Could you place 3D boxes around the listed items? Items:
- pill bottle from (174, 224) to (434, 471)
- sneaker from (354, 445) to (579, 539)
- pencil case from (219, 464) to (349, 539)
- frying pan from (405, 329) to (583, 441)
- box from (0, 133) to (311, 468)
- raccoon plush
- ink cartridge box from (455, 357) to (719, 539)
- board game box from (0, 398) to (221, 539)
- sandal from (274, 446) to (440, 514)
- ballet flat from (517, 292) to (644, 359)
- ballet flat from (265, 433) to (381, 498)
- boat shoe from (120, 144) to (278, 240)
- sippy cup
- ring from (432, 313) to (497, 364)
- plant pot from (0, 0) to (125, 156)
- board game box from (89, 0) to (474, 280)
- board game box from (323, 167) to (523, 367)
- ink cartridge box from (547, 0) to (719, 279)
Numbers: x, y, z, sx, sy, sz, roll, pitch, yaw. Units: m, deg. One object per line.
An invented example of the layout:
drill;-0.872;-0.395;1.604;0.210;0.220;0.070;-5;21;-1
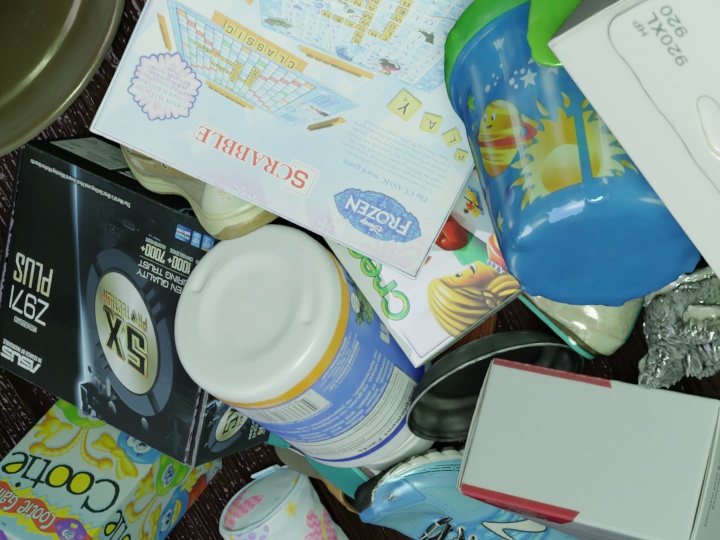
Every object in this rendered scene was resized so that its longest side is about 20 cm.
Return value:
pill bottle;-0.022;0.059;1.086;0.111;0.113;0.200;10;164;31
sneaker;0.088;0.177;1.139;0.199;0.090;0.078;17;148;-25
pencil case;-0.028;0.249;1.363;0.083;0.091;0.200;-22;112;33
frying pan;0.109;0.072;1.071;0.115;0.189;0.031;-46;53;40
box;-0.148;0.015;1.174;0.199;0.086;0.165;24;111;30
raccoon plush;0.242;0.034;0.908;0.199;0.134;0.097;25;137;18
ink cartridge box;0.169;0.124;1.017;0.145;0.083;0.200;9;169;32
board game box;-0.205;0.168;1.338;0.104;0.200;0.103;23;138;19
sandal;0.016;0.157;1.266;0.199;0.055;0.082;22;137;24
ballet flat;0.088;-0.027;1.041;0.200;0.067;0.063;38;102;13
ballet flat;-0.031;0.107;1.237;0.199;0.069;0.070;23;139;37
boat shoe;-0.108;-0.083;1.083;0.201;0.073;0.063;45;161;57
sippy cup;0.112;-0.059;0.836;0.177;0.131;0.139;24;137;-35
ring;0.000;0.000;1.163;0.199;0.019;0.201;22;138;21
plant pot;-0.276;-0.193;1.091;0.173;0.199;0.201;41;144;27
board game box;-0.015;-0.125;0.921;0.199;0.041;0.200;25;108;-9
board game box;0.025;-0.061;1.003;0.126;0.035;0.200;-39;84;28
ink cartridge box;0.210;-0.116;0.743;0.147;0.200;0.144;50;140;-12
